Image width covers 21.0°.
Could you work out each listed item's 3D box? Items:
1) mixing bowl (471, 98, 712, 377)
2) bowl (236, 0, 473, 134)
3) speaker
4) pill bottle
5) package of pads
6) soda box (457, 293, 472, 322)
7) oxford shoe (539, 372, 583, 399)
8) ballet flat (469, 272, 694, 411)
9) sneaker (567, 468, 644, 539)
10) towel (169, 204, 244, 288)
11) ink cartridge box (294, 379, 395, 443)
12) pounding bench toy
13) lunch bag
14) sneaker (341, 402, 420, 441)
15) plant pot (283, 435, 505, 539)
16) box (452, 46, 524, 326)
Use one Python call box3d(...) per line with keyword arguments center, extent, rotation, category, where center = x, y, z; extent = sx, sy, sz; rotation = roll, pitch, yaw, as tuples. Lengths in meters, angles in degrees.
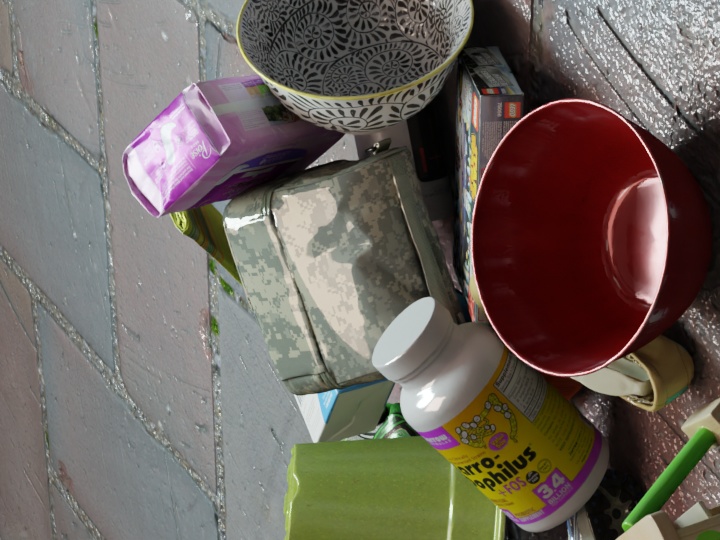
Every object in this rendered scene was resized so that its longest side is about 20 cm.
box3d(center=(0.187, -0.024, 1.440), extent=(0.199, 0.108, 0.202), rotation=(-1, 89, 49), category="mixing bowl")
box3d(center=(0.000, -0.179, 1.646), extent=(0.201, 0.199, 0.095), rotation=(52, 160, 39), category="bowl")
box3d(center=(0.030, -0.139, 1.756), extent=(0.081, 0.081, 0.202), rotation=(1, 103, 63), category="speaker")
box3d(center=(0.103, 0.114, 1.574), extent=(0.200, 0.105, 0.104), rotation=(43, 159, -17), category="pill bottle")
box3d(center=(-0.104, -0.115, 1.689), extent=(0.120, 0.199, 0.076), rotation=(-41, 77, 34), category="package of pads")
box3d(center=(0.056, 0.052, 1.813), extent=(0.200, 0.067, 0.065), rotation=(32, 133, 55), category="soda box")
box3d(center=(0.161, 0.038, 1.619), extent=(0.073, 0.071, 0.201), rotation=(-98, 17, -46), category="oxford shoe")
box3d(center=(0.162, 0.052, 1.513), extent=(0.199, 0.063, 0.069), rotation=(22, 133, 24), category="ballet flat")
box3d(center=(0.215, 0.269, 1.614), extent=(0.085, 0.076, 0.202), rotation=(147, 116, -67), category="sneaker")
box3d(center=(-0.133, -0.028, 1.775), extent=(0.200, 0.018, 0.087), rotation=(48, -164, -58), category="towel")
box3d(center=(-0.040, 0.050, 1.849), extent=(0.116, 0.067, 0.201), rotation=(112, 139, -57), category="ink cartridge box")
box3d(center=(0.243, 0.203, 1.416), extent=(0.201, 0.155, 0.124), rotation=(66, 153, 19), category="pounding bench toy")
box3d(center=(0.000, 0.000, 1.675), extent=(0.167, 0.139, 0.202), rotation=(-15, 95, 45), category="lunch bag")
box3d(center=(0.018, 0.176, 1.964), extent=(0.199, 0.077, 0.086), rotation=(-21, 77, 55), category="sneaker")
box3d(center=(0.025, 0.226, 1.746), extent=(0.200, 0.188, 0.202), rotation=(-175, 90, -88), category="plant pot")
box3d(center=(0.105, -0.072, 1.621), extent=(0.137, 0.039, 0.202), rotation=(-105, 14, -67), category="box")
